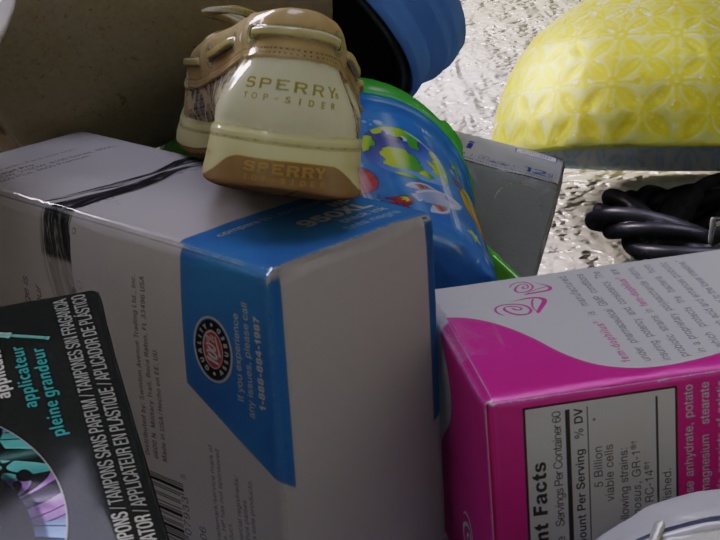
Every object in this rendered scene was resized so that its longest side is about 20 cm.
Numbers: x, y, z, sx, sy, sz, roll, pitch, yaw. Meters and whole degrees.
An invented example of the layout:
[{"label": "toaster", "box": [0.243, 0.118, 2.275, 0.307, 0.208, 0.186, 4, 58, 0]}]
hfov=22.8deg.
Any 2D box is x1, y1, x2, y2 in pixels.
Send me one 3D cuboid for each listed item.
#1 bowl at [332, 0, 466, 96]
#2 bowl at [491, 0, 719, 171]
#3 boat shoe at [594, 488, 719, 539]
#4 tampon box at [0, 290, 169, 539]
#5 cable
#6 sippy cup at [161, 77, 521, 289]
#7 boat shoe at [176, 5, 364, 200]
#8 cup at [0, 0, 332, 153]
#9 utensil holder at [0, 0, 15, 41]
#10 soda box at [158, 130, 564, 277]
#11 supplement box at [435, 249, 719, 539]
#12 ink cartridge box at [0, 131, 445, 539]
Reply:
[{"label": "bowl", "box": [-0.042, -0.150, 0.872, 0.200, 0.201, 0.039, 19, 71, 46]}, {"label": "bowl", "box": [0.170, -0.113, 0.971, 0.199, 0.109, 0.200, 1, 0, 0]}, {"label": "boat shoe", "box": [0.070, 0.124, 0.519, 0.201, 0.075, 0.086, -12, 22, -13]}, {"label": "tampon box", "box": [-0.150, 0.112, 0.472, 0.199, 0.127, 0.150, -10, 42, -15]}, {"label": "cable", "box": [0.217, -0.020, 0.908, 0.199, 0.051, 0.163, -9, 13, -22]}, {"label": "sippy cup", "box": [0.000, 0.000, 0.779, 0.177, 0.140, 0.130, -14, 28, -8]}, {"label": "boat shoe", "box": [-0.029, -0.069, 0.665, 0.073, 0.063, 0.200, 5, 10, -11]}, {"label": "cup", "box": [-0.132, -0.122, 0.784, 0.200, 0.201, 0.143, 20, 63, 48]}, {"label": "utensil holder", "box": [-0.241, -0.064, 0.668, 0.169, 0.200, 0.171, 19, 45, -20]}, {"label": "soda box", "box": [-0.001, -0.044, 0.899, 0.199, 0.069, 0.063, 15, 17, 5]}, {"label": "supplement box", "box": [0.130, 0.055, 0.643, 0.199, 0.104, 0.101, -6, 22, -7]}, {"label": "ink cartridge box", "box": [-0.069, 0.037, 0.673, 0.199, 0.146, 0.084, 16, 27, 42]}]
